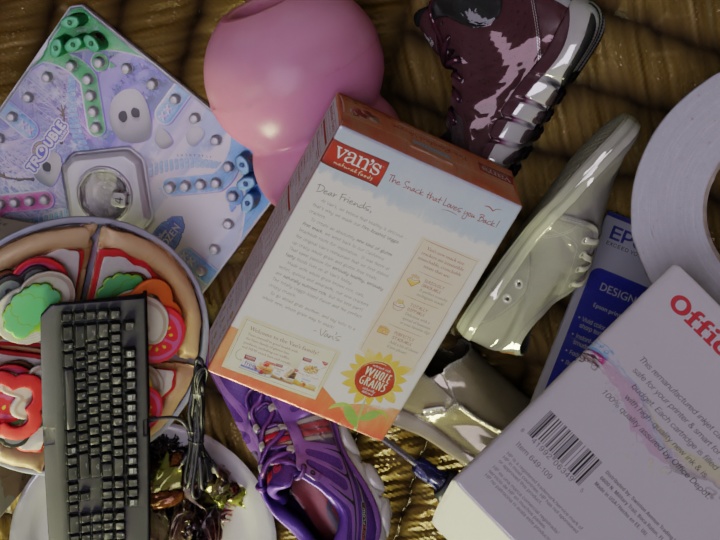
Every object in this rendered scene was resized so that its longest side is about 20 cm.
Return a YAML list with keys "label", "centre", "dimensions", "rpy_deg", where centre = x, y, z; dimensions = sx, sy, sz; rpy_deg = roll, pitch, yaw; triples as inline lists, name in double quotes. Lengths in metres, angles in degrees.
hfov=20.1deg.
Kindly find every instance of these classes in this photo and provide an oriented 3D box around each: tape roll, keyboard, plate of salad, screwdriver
- label: "tape roll"
  centre: [0.278, -0.039, 1.340]
  dimensions: [0.199, 0.066, 0.202]
  rpy_deg: [0, 92, 10]
- label: "keyboard"
  centre: [-0.159, 0.108, 1.423]
  dimensions: [0.126, 0.021, 0.201]
  rpy_deg: [-7, 117, -18]
- label: "plate of salad"
  centre: [-0.161, 0.208, 1.505]
  dimensions: [0.199, 0.048, 0.201]
  rpy_deg: [-1, 107, -3]
- label: "screwdriver"
  centre: [0.026, 0.129, 1.461]
  dimensions: [0.200, 0.029, 0.028]
  rpy_deg: [36, 83, -7]

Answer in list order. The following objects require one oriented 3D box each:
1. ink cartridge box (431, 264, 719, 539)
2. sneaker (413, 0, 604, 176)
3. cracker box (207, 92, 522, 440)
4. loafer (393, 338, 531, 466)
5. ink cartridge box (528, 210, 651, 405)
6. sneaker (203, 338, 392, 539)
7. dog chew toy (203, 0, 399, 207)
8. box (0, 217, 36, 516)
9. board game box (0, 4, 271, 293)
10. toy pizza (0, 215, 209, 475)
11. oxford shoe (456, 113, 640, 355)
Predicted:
- label: "ink cartridge box"
  centre: [0.169, 0.129, 1.279]
  dimensions: [0.200, 0.146, 0.147]
  rpy_deg: [-42, 80, -14]
- label: "sneaker"
  centre: [0.070, -0.120, 1.386]
  dimensions: [0.115, 0.076, 0.201]
  rpy_deg: [35, 99, 8]
- label: "cracker box"
  centre: [0.000, 0.000, 1.340]
  dimensions: [0.133, 0.058, 0.201]
  rpy_deg: [23, 115, -15]
- label: "loafer"
  centre: [0.074, 0.089, 1.430]
  dimensions: [0.199, 0.076, 0.069]
  rpy_deg: [21, 113, 6]
- label: "ink cartridge box"
  centre: [0.222, 0.088, 1.392]
  dimensions: [0.197, 0.047, 0.201]
  rpy_deg: [23, 72, 4]
- label: "sneaker"
  centre: [-0.050, 0.121, 1.447]
  dimensions: [0.081, 0.083, 0.201]
  rpy_deg: [-39, 80, 27]
- label: "dog chew toy"
  centre: [-0.026, -0.092, 1.385]
  dimensions: [0.124, 0.125, 0.201]
  rpy_deg: [-19, 108, 16]
- label: "box"
  centre: [-0.282, 0.068, 1.472]
  dimensions: [0.077, 0.095, 0.201]
  rpy_deg: [8, 117, 12]
- label: "board game box"
  centre: [-0.186, -0.054, 1.472]
  dimensions: [0.200, 0.026, 0.200]
  rpy_deg: [39, 109, 0]
- label: "toy pizza"
  centre: [-0.199, 0.058, 1.414]
  dimensions: [0.199, 0.032, 0.201]
  rpy_deg: [-9, 117, -17]
- label: "oxford shoe"
  centre: [0.137, -0.021, 1.371]
  dimensions: [0.058, 0.075, 0.200]
  rpy_deg: [34, 117, 3]
